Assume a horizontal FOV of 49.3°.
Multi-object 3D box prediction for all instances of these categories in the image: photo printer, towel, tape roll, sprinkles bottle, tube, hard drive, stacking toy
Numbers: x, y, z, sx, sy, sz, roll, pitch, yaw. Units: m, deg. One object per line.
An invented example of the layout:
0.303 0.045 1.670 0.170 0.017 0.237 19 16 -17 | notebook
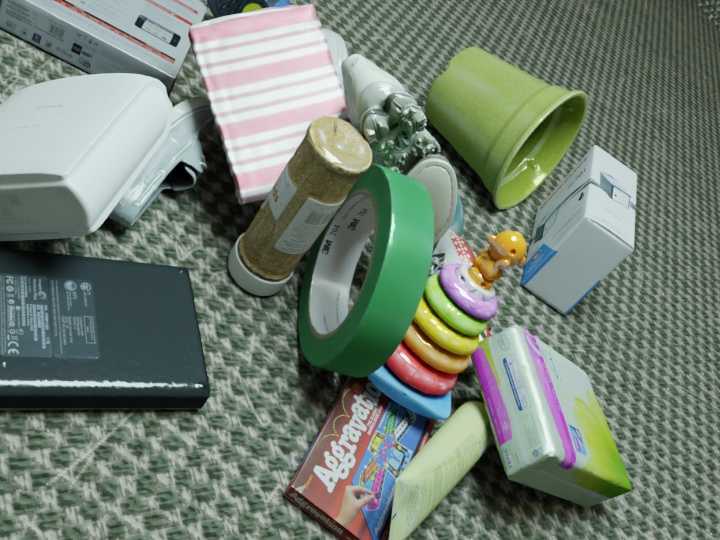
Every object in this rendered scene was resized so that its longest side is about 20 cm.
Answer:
-0.269 -0.111 0.703 0.164 0.070 0.201 -1 39 17 | photo printer
-0.088 -0.178 0.827 0.144 0.030 0.203 -16 83 -17 | towel
0.000 0.000 0.765 0.048 0.201 0.203 18 44 -23 | tape roll
-0.063 -0.058 0.768 0.067 0.200 0.069 20 44 -21 | sprinkles bottle
0.075 0.186 0.752 0.059 0.052 0.199 59 34 1 | tube
-0.233 0.050 0.669 0.197 0.033 0.141 7 50 -34 | hard drive
0.093 0.036 0.779 0.115 0.201 0.110 32 25 -11 | stacking toy

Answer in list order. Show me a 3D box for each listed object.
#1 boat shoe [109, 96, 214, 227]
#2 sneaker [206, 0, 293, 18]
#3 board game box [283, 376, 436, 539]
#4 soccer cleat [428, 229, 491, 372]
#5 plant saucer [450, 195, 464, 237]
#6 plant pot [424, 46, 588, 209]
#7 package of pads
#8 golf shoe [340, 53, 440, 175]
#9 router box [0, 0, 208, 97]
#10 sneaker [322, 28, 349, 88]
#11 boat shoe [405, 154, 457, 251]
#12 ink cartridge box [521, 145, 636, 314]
-0.202 -0.111 0.820 0.071 0.070 0.201 41 45 -5 | boat shoe
-0.138 -0.352 1.078 0.199 0.066 0.079 11 38 -48 | sneaker
0.010 0.169 0.761 0.102 0.019 0.201 36 40 -3 | board game box
0.101 0.026 0.929 0.084 0.069 0.203 13 51 -35 | soccer cleat
0.063 -0.111 1.056 0.198 0.027 0.202 21 43 -21 | plant saucer
0.202 -0.227 1.164 0.184 0.202 0.199 43 38 23 | plant pot
0.203 0.158 0.845 0.199 0.068 0.156 32 36 -44 | package of pads
0.027 -0.151 0.814 0.078 0.200 0.098 -31 69 -3 | golf shoe
-0.296 -0.303 0.932 0.198 0.049 0.181 26 42 -17 | router box
-0.064 -0.212 0.897 0.098 0.075 0.203 12 53 -17 | sneaker
0.058 -0.045 0.859 0.071 0.202 0.060 14 37 0 | boat shoe
0.311 -0.060 1.109 0.085 0.147 0.201 31 40 -6 | ink cartridge box
